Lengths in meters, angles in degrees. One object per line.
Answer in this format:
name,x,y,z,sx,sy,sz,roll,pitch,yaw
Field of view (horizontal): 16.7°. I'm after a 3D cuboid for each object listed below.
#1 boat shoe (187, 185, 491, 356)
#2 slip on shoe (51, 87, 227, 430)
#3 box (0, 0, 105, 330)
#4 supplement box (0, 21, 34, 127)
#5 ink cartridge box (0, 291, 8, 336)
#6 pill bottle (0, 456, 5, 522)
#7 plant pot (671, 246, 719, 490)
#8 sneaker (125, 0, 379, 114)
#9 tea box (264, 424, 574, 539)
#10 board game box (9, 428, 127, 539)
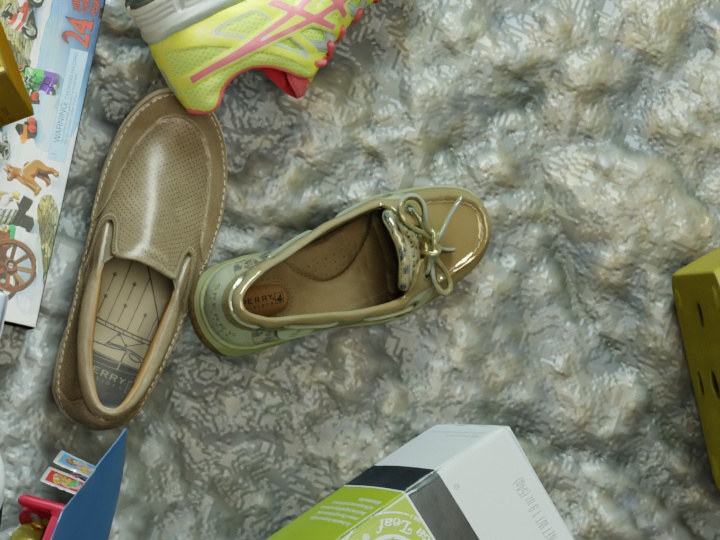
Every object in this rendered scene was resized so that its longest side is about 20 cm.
boat shoe,0.000,0.000,1.398,0.200,0.063,0.074,-24,93,-28
slip on shoe,-0.123,-0.008,1.378,0.076,0.061,0.201,22,81,-13
box,-0.228,-0.078,1.365,0.136,0.038,0.201,12,84,-14
supplement box,-0.302,-0.147,1.271,0.199,0.133,0.198,-21,85,-4
ink cartridge box,-0.296,0.020,1.298,0.199,0.119,0.042,14,75,-14
pill bottle,-0.242,0.137,1.265,0.111,0.111,0.201,2,122,-15
plant pot,0.289,0.047,1.427,0.176,0.200,0.201,-12,90,-5
sneaker,-0.035,-0.148,1.405,0.199,0.078,0.091,-22,103,-20
tea box,0.036,0.220,1.370,0.196,0.134,0.200,-34,96,-14
board game box,-0.175,0.170,1.293,0.039,0.200,0.159,17,107,4
